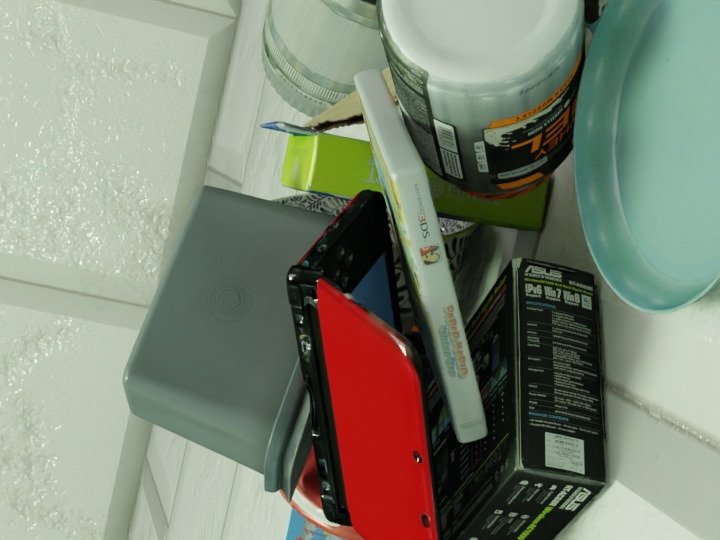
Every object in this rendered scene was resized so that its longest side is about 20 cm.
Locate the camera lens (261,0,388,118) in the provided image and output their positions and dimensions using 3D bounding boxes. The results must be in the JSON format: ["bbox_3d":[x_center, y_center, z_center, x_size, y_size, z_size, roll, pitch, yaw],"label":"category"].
[{"bbox_3d":[-0.005,-0.260,1.580,0.200,0.158,0.161,121,157,-55],"label":"camera lens"}]

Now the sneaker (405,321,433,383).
[{"bbox_3d":[0.037,0.089,1.330,0.200,0.074,0.079,-102,15,-74],"label":"sneaker"}]

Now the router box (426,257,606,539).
[{"bbox_3d":[0.093,0.110,1.060,0.200,0.061,0.151,119,157,-53],"label":"router box"}]

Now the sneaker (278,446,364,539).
[{"bbox_3d":[-0.015,0.108,1.206,0.116,0.078,0.200,-64,31,16],"label":"sneaker"}]

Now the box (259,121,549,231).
[{"bbox_3d":[0.027,-0.069,1.192,0.122,0.198,0.048,-161,81,-77],"label":"box"}]

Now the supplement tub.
[{"bbox_3d":[0.080,-0.125,1.008,0.200,0.121,0.124,65,-149,-69],"label":"supplement tub"}]

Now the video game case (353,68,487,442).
[{"bbox_3d":[0.037,-0.016,1.037,0.200,0.023,0.184,-105,0,-66],"label":"video game case"}]

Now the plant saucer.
[{"bbox_3d":[0.175,-0.077,0.883,0.200,0.027,0.203,-177,90,-69],"label":"plant saucer"}]

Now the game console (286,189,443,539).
[{"bbox_3d":[0.028,0.076,1.037,0.173,0.117,0.202,-50,-38,-48],"label":"game console"}]

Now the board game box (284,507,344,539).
[{"bbox_3d":[-0.032,0.237,1.381,0.196,0.055,0.202,-38,-39,-84],"label":"board game box"}]

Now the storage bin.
[{"bbox_3d":[-0.078,0.043,1.147,0.146,0.133,0.202,97,-168,-69],"label":"storage bin"}]

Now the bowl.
[{"bbox_3d":[0.000,0.000,1.317,0.201,0.198,0.095,-122,30,-71],"label":"bowl"}]

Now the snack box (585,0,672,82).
[{"bbox_3d":[0.182,-0.224,0.939,0.117,0.037,0.201,57,139,38],"label":"snack box"}]

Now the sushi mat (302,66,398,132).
[{"bbox_3d":[0.046,-0.160,1.261,0.200,0.012,0.095,-39,19,-34],"label":"sushi mat"}]
